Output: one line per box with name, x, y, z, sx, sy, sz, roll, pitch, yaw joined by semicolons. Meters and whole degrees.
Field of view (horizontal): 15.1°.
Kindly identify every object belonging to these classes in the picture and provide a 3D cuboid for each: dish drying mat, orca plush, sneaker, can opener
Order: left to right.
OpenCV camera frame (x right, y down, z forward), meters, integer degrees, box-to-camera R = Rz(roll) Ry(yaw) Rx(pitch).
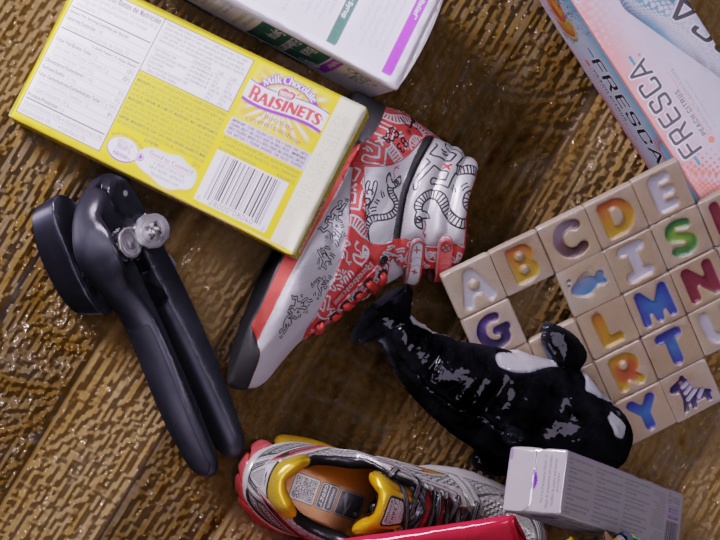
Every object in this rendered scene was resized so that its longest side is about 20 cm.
can opener;-0.125;0.032;1.670;0.063;0.078;0.201;-40;105;-35
sneaker;0.000;-0.001;1.689;0.107;0.067;0.202;26;82;-9
dish drying mat;0.005;0.179;1.653;0.199;0.077;0.018;-8;62;13
sneaker;0.022;0.156;1.686;0.199;0.082;0.078;12;88;-13
orca plush;0.092;0.078;1.674;0.105;0.071;0.200;-43;114;7

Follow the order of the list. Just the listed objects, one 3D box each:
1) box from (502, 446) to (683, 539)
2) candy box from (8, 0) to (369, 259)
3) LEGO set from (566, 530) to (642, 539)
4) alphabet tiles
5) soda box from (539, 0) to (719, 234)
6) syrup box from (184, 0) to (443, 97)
box;0.146;0.142;1.667;0.038;0.200;0.042;2;80;28
candy box;-0.105;-0.095;1.655;0.199;0.026;0.103;26;82;9
LEGO set;0.173;0.226;1.679;0.116;0.200;0.154;-35;77;-34
alphabet tiles;0.171;0.029;1.716;0.199;0.008;0.168;-26;113;-1
soda box;0.195;-0.121;1.735;0.068;0.064;0.201;-35;98;-10
syrup box;-0.053;-0.187;1.671;0.199;0.079;0.082;29;84;-11
